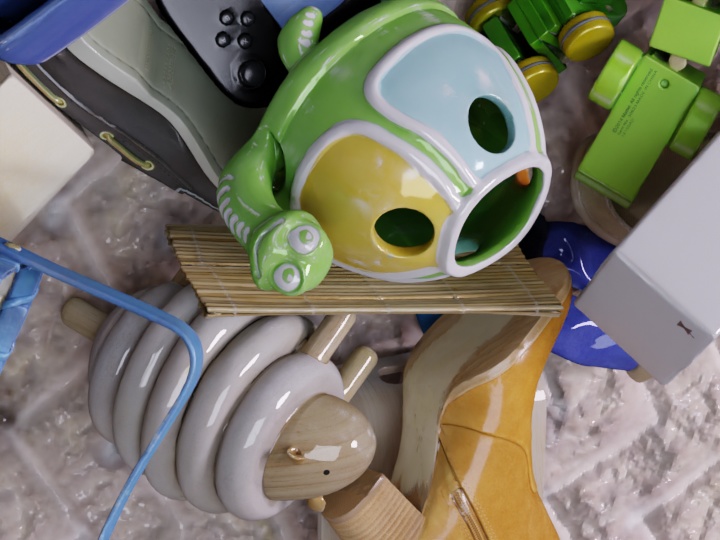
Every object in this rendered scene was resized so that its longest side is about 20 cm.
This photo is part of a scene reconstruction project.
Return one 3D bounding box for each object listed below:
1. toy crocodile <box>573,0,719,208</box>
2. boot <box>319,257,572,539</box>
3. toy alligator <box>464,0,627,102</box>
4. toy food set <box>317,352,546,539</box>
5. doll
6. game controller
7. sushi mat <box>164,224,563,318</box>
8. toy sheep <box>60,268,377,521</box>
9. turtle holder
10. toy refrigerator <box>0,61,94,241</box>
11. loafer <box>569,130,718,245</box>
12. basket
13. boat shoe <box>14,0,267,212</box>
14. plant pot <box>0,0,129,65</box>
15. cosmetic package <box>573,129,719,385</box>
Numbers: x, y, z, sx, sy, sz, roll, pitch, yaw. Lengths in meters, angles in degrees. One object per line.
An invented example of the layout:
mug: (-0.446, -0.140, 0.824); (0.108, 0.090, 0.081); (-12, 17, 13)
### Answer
toy crocodile: (0.174, -0.126, 1.581); (0.067, 0.062, 0.201); (26, 108, 5)
boot: (0.076, 0.106, 1.624); (0.201, 0.071, 0.144); (-50, 125, -11)
toy alligator: (0.083, -0.114, 1.619); (0.200, 0.059, 0.054); (-39, 150, 19)
toy food set: (0.029, 0.144, 1.696); (0.143, 0.060, 0.201); (-9, 113, -25)
doll: (0.082, 0.007, 1.656); (0.199, 0.048, 0.137); (19, 84, -18)
game controller: (-0.015, -0.179, 1.560); (0.200, 0.042, 0.104); (-41, 116, -10)
sushi mat: (0.000, 0.000, 1.566); (0.199, 0.096, 0.012); (0, 120, -17)
toy sheep: (-0.077, 0.061, 1.583); (0.138, 0.199, 0.138); (-39, 143, -38)
turtle holder: (0.015, -0.061, 1.512); (0.185, 0.132, 0.141); (-3, 127, -57)
toy refrigerator: (-0.236, -0.023, 1.549); (0.200, 0.076, 0.070); (-45, 114, 4)
loafer: (0.211, -0.043, 1.657); (0.199, 0.068, 0.076); (8, 76, -24)
basket: (-0.196, 0.062, 1.461); (0.199, 0.139, 0.177); (31, 100, 8)
boat shoe: (-0.108, -0.087, 1.570); (0.060, 0.072, 0.201); (-19, 134, 34)
plant pot: (-0.166, -0.227, 1.437); (0.200, 0.200, 0.180); (-38, 121, 0)
cosmetic package: (0.210, -0.042, 1.572); (0.071, 0.101, 0.200); (41, 71, 4)
